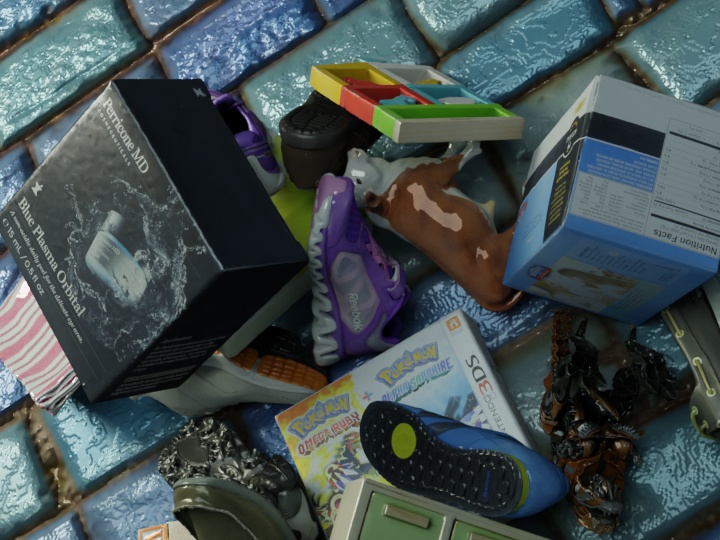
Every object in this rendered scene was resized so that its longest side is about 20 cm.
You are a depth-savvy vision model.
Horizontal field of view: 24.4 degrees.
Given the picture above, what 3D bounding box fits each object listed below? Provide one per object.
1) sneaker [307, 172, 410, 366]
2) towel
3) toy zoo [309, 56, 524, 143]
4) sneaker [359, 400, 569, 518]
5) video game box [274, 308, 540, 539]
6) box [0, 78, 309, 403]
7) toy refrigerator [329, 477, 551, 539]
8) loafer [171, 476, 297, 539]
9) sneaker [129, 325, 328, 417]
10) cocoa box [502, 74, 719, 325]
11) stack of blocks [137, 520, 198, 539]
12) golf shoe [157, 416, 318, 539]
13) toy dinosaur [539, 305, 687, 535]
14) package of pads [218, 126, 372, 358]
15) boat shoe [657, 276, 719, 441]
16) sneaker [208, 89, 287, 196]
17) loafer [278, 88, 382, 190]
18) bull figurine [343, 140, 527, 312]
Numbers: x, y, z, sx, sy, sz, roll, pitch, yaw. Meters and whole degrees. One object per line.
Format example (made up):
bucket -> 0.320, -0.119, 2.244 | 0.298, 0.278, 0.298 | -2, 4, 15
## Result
sneaker -> 0.000, 0.000, 1.467 | 0.088, 0.201, 0.081 | 3, 40, 8
towel -> -0.296, 0.042, 1.613 | 0.147, 0.030, 0.200 | -52, 39, -3
toy zoo -> 0.042, -0.158, 1.513 | 0.200, 0.131, 0.021 | 38, 126, 52
sneaker -> 0.084, 0.157, 1.383 | 0.200, 0.078, 0.066 | 17, 99, 44
video game box -> 0.046, 0.159, 1.450 | 0.200, 0.047, 0.183 | -31, 60, 9
box -> -0.182, -0.027, 1.414 | 0.200, 0.117, 0.197 | -43, 70, 31
toy refrigerator -> 0.078, 0.233, 1.332 | 0.199, 0.070, 0.076 | 20, 75, -9
loafer -> -0.088, 0.247, 1.383 | 0.075, 0.200, 0.070 | -17, 35, 42
sneaker -> -0.127, 0.099, 1.541 | 0.199, 0.092, 0.076 | 13, 34, 9
cocoa box -> 0.211, -0.050, 1.354 | 0.133, 0.200, 0.132 | 16, 74, -5
stack of blocks -> -0.132, 0.324, 1.420 | 0.058, 0.115, 0.201 | -15, 65, 17
golf shoe -> -0.111, 0.197, 1.487 | 0.078, 0.095, 0.200 | -45, 33, -15
toy dinosaur -> 0.183, 0.114, 1.378 | 0.102, 0.136, 0.200 | -12, 57, -32
package of pads -> -0.107, -0.033, 1.545 | 0.154, 0.068, 0.200 | 35, 63, 29
boat shoe -> 0.296, 0.103, 1.352 | 0.060, 0.072, 0.202 | -22, 57, 15
sneaker -> -0.119, -0.131, 1.515 | 0.080, 0.084, 0.200 | -24, 30, -12
loafer -> -0.025, -0.123, 1.530 | 0.073, 0.200, 0.071 | 17, 114, 21
bull figurine -> 0.079, -0.055, 1.479 | 0.200, 0.065, 0.121 | 42, 85, 2
